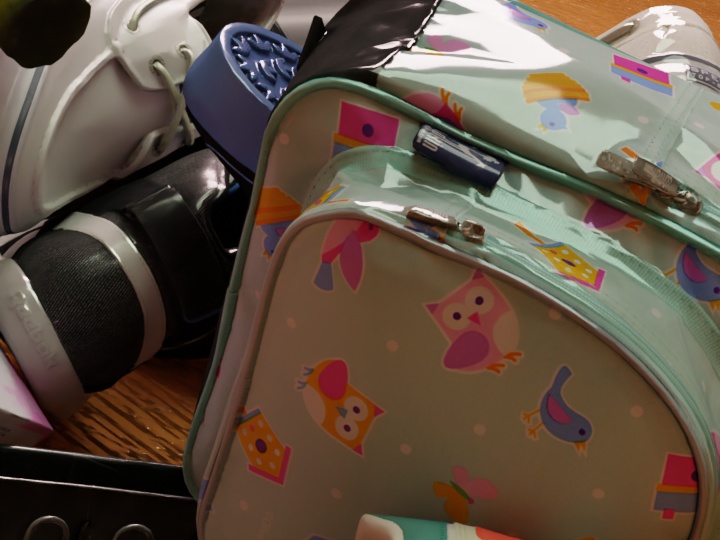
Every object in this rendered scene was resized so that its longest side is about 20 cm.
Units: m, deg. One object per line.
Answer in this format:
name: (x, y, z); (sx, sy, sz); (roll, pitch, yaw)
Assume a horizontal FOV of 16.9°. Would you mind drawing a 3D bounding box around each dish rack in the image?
dish rack: (-0.030, 0.119, 0.697); (0.153, 0.055, 0.200); (8, 17, -23)

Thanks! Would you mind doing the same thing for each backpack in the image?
backpack: (0.058, 0.030, 0.687); (0.200, 0.176, 0.153); (18, 34, 1)

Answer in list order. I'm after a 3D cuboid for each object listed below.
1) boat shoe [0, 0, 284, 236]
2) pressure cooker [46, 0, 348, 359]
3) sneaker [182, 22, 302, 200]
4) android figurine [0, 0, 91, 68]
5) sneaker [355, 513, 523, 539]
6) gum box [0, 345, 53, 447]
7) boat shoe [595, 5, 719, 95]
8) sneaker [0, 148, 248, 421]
boat shoe: (-0.081, -0.075, 0.876); (0.067, 0.074, 0.200); (15, 39, 10)
pressure cooker: (-0.033, -0.054, 1.074); (0.176, 0.179, 0.200); (20, 20, 37)
sneaker: (0.000, 0.000, 0.822); (0.200, 0.078, 0.070); (40, 24, -31)
android figurine: (-0.173, -0.132, 0.776); (0.182, 0.041, 0.200); (-15, 52, -33)
sneaker: (-0.004, 0.132, 0.561); (0.093, 0.070, 0.200); (20, 45, 17)
gum box: (-0.171, 0.008, 0.709); (0.114, 0.066, 0.200); (57, 2, 13)
boat shoe: (0.051, -0.029, 0.889); (0.071, 0.200, 0.070); (36, 33, -28)
sneaker: (-0.080, 0.003, 0.893); (0.112, 0.073, 0.200); (-27, 7, -7)
